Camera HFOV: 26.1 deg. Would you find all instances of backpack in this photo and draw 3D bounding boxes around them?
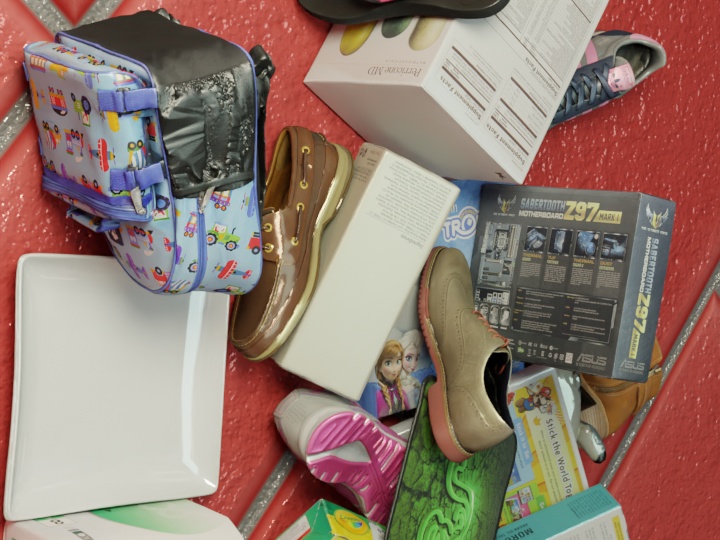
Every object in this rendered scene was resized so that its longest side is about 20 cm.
[{"bbox_3d":[-0.150,-0.073,1.127,0.134,0.182,0.201,-18,119,-31],"label":"backpack"}]

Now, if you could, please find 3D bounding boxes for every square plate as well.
[{"bbox_3d":[-0.189,0.085,1.208,0.199,0.028,0.200,-1,96,-43],"label":"square plate"}]

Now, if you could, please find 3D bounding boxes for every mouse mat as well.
[{"bbox_3d":[0.078,0.209,1.363,0.161,0.007,0.201,35,64,-45],"label":"mouse mat"}]

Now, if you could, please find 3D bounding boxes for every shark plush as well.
[{"bbox_3d":[0.171,0.115,1.526,0.090,0.083,0.201,-18,103,-11],"label":"shark plush"}]

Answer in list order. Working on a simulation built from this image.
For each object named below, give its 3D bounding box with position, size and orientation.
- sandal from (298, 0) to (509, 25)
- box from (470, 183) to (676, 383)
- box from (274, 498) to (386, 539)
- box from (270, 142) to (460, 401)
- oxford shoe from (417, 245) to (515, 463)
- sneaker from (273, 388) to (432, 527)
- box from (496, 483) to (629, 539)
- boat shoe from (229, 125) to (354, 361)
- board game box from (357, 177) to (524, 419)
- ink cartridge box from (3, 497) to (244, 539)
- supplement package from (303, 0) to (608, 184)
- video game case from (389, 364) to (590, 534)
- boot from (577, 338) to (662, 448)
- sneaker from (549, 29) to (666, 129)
[{"bbox_3d":[0.031,-0.239,1.249,0.045,0.199,0.075,46,58,-49],"label":"sandal"},{"bbox_3d":[0.177,0.007,1.364,0.051,0.199,0.159,10,88,-39],"label":"box"},{"bbox_3d":[-0.001,0.278,1.363,0.117,0.048,0.200,-43,132,17],"label":"box"},{"bbox_3d":[0.000,0.000,1.305,0.082,0.068,0.201,27,91,-21],"label":"box"},{"bbox_3d":[0.099,0.064,1.344,0.070,0.074,0.201,27,49,-49],"label":"oxford shoe"},{"bbox_3d":[-0.005,0.154,1.351,0.081,0.088,0.200,-47,139,-5],"label":"sneaker"},{"bbox_3d":[0.158,0.284,1.471,0.199,0.049,0.083,-22,114,-9],"label":"box"},{"bbox_3d":[-0.071,-0.026,1.278,0.067,0.072,0.201,31,70,-36],"label":"boat shoe"},{"bbox_3d":[0.069,0.016,1.430,0.199,0.043,0.200,-14,105,-41],"label":"board game box"},{"bbox_3d":[-0.146,0.218,1.150,0.160,0.199,0.050,0,96,-44],"label":"ink cartridge box"},{"bbox_3d":[0.085,-0.202,1.336,0.151,0.151,0.201,39,70,-39],"label":"supplement package"},{"bbox_3d":[0.124,0.205,1.472,0.181,0.023,0.201,-22,114,-8],"label":"video game case"},{"bbox_3d":[0.254,0.077,1.589,0.155,0.076,0.201,-24,115,-37],"label":"boot"},{"bbox_3d":[0.218,-0.186,1.513,0.200,0.082,0.071,-36,120,-34],"label":"sneaker"}]
